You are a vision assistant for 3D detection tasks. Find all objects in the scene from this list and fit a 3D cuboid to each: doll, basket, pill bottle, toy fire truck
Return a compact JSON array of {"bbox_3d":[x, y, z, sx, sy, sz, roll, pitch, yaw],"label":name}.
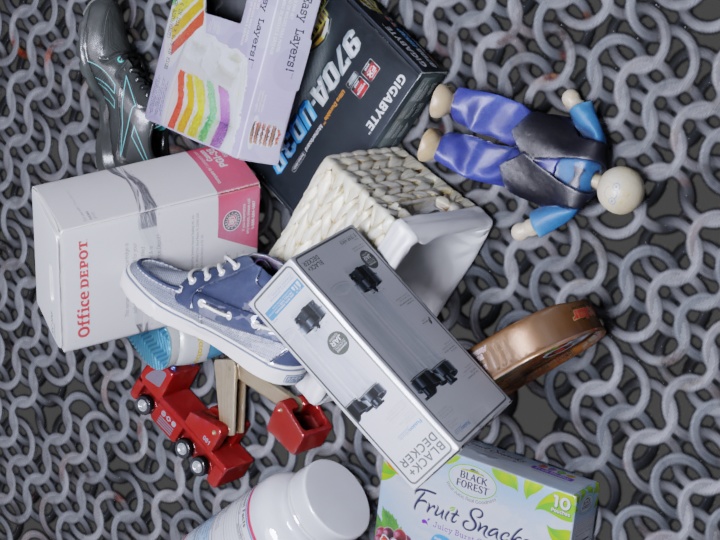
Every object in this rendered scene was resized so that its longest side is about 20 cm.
[{"bbox_3d":[0.148,-0.091,1.387,0.199,0.048,0.137,21,102,25],"label":"doll"},{"bbox_3d":[0.000,0.000,1.458,0.123,0.135,0.200,44,121,24],"label":"basket"},{"bbox_3d":[-0.086,0.263,1.584,0.200,0.109,0.109,-37,77,34],"label":"pill bottle"},{"bbox_3d":[-0.133,0.136,1.632,0.200,0.049,0.141,45,120,22],"label":"toy fire truck"}]

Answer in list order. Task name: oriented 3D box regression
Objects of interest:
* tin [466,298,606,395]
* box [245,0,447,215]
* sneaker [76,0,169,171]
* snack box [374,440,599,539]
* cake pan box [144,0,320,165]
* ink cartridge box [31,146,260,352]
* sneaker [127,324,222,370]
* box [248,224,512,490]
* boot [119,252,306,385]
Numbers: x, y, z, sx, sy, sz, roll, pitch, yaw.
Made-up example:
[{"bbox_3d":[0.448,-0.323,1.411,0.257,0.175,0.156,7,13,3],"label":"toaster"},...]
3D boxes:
[{"bbox_3d":[0.119,0.082,1.400,0.200,0.112,0.042,-34,78,34],"label":"tin"},{"bbox_3d":[-0.032,-0.158,1.505,0.159,0.046,0.200,48,122,21],"label":"box"},{"bbox_3d":[-0.228,-0.177,1.641,0.079,0.075,0.201,-4,103,23],"label":"sneaker"},{"bbox_3d":[0.109,0.231,1.472,0.199,0.053,0.143,16,106,33],"label":"snack box"},{"bbox_3d":[-0.115,-0.212,1.506,0.184,0.052,0.201,27,105,49],"label":"cake pan box"},{"bbox_3d":[-0.200,-0.023,1.529,0.083,0.199,0.147,51,146,42],"label":"ink cartridge box"},{"bbox_3d":[-0.202,0.028,1.649,0.200,0.081,0.077,52,135,41],"label":"sneaker"},{"bbox_3d":[0.018,0.067,1.312,0.200,0.117,0.060,47,120,6],"label":"box"},{"bbox_3d":[-0.118,0.015,1.428,0.200,0.073,0.091,27,114,21],"label":"boot"}]
